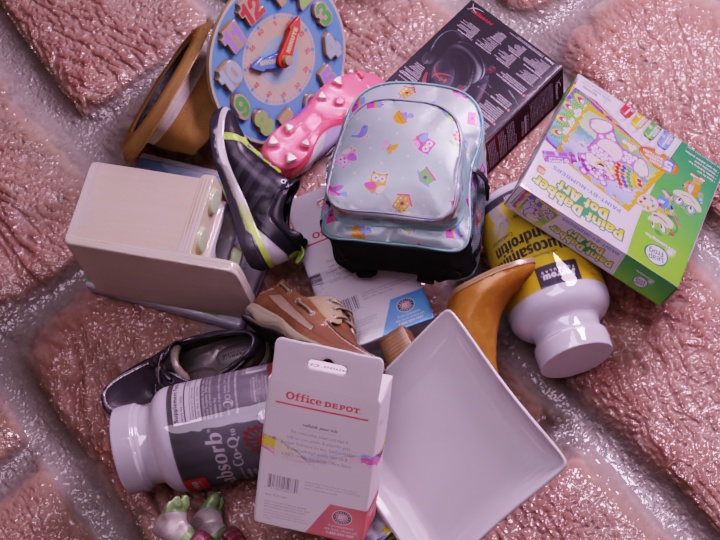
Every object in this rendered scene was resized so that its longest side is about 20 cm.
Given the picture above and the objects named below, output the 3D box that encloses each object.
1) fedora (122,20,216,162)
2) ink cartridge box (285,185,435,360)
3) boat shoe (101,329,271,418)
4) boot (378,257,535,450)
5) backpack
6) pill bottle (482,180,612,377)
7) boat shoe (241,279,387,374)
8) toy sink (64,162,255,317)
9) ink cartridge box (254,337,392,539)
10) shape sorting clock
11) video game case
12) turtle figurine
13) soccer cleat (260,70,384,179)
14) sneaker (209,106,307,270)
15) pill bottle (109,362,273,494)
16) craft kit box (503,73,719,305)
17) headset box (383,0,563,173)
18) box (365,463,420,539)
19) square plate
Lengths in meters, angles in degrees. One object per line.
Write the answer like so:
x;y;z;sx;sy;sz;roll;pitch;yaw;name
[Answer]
-0.205;-0.197;1.751;0.082;0.200;0.201;32;70;-15;fedora
0.000;0.000;1.656;0.115;0.068;0.201;-20;64;-1;ink cartridge box
-0.198;0.109;1.639;0.199;0.065;0.072;-18;65;1;boat shoe
0.125;0.091;1.531;0.201;0.071;0.145;-33;73;15;boot
0.051;-0.107;1.581;0.175;0.154;0.201;5;61;13;backpack
0.202;0.008;1.595;0.111;0.112;0.201;-17;63;1;pill bottle
-0.044;0.059;1.555;0.200;0.076;0.074;26;73;42;boat shoe
-0.205;-0.036;1.649;0.199;0.131;0.113;9;67;13;toy sink
-0.034;0.158;1.465;0.116;0.068;0.201;11;110;10;ink cartridge box
-0.094;-0.245;1.721;0.039;0.200;0.200;19;66;50;shape sorting clock
-0.199;-0.036;1.731;0.199;0.022;0.183;14;68;15;video game case
-0.104;0.285;1.498;0.144;0.201;0.194;-28;54;-36;turtle figurine
-0.047;-0.167;1.745;0.067;0.077;0.200;45;58;6;soccer cleat
-0.108;-0.094;1.654;0.082;0.072;0.201;-19;77;4;sneaker
-0.157;0.171;1.576;0.199;0.116;0.117;-13;64;4;pill bottle
0.277;-0.090;1.595;0.199;0.049;0.198;32;54;-2;craft kit box
0.117;-0.193;1.723;0.148;0.075;0.200;40;77;23;headset box
0.039;0.204;1.568;0.200;0.048;0.117;-42;67;-13;box
0.084;0.177;1.491;0.200;0.028;0.198;-45;69;21;square plate
